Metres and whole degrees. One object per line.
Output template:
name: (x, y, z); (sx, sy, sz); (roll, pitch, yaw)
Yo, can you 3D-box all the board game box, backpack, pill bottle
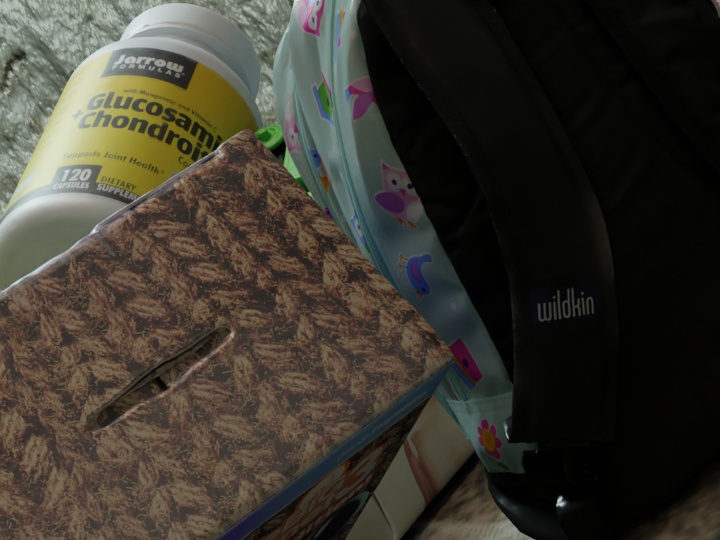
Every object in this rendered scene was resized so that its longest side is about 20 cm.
board game box: (-0.082, 0.079, 0.761); (0.159, 0.097, 0.200); (-35, -15, -31)
backpack: (0.058, -0.031, 0.769); (0.167, 0.201, 0.126); (-35, 6, -26)
pill bottle: (-0.112, -0.049, 1.250); (0.112, 0.112, 0.201); (-28, 28, 32)

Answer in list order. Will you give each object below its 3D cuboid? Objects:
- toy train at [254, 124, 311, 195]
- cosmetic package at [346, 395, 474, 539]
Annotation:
toy train: (-0.031, -0.010, 1.174); (0.056, 0.042, 0.201); (-17, 36, 15)
cosmetic package: (-0.008, 0.054, 0.986); (0.103, 0.088, 0.200); (-27, 5, 28)
